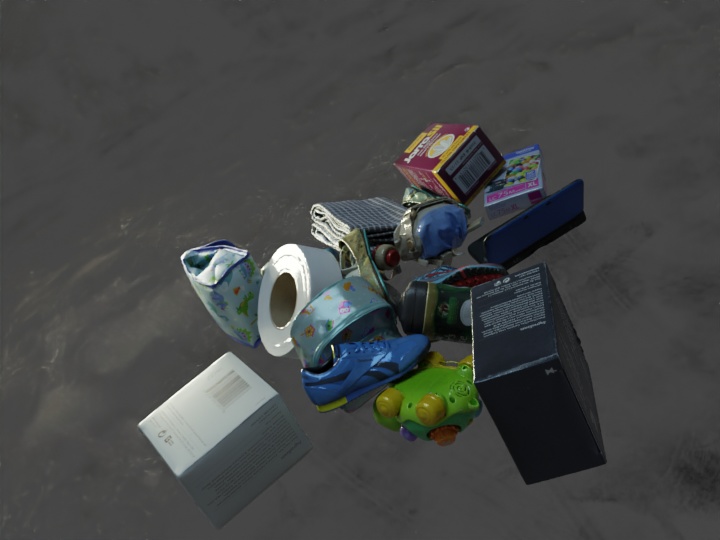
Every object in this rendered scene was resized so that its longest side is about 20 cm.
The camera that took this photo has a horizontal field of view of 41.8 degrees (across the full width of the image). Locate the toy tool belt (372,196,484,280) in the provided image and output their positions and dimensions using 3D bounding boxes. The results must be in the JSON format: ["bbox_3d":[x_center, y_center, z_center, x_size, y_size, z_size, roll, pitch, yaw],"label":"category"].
[{"bbox_3d":[0.125,-0.055,1.708,0.199,0.126,0.122,-33,26,-35],"label":"toy tool belt"}]

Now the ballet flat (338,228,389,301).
[{"bbox_3d":[0.000,0.000,1.635,0.070,0.071,0.201,-26,38,6],"label":"ballet flat"}]

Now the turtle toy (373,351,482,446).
[{"bbox_3d":[0.095,0.195,1.378,0.198,0.102,0.145,0,26,44],"label":"turtle toy"}]

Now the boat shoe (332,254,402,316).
[{"bbox_3d":[-0.004,0.040,1.710,0.199,0.074,0.074,30,101,27],"label":"boat shoe"}]

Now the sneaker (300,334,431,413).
[{"bbox_3d":[0.007,0.132,1.385,0.198,0.079,0.066,-26,13,-3],"label":"sneaker"}]

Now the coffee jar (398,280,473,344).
[{"bbox_3d":[0.156,0.067,1.441,0.197,0.087,0.104,8,-3,1],"label":"coffee jar"}]

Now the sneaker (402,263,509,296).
[{"bbox_3d":[0.161,0.016,1.622,0.198,0.080,0.096,-15,30,23],"label":"sneaker"}]

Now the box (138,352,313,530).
[{"bbox_3d":[-0.218,0.267,1.513,0.199,0.132,0.198,-39,31,-16],"label":"box"}]

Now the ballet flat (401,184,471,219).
[{"bbox_3d":[0.145,-0.114,1.864,0.074,0.075,0.200,-37,28,-14],"label":"ballet flat"}]

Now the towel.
[{"bbox_3d":[0.012,-0.087,1.829,0.164,0.087,0.200,-6,19,-27],"label":"towel"}]

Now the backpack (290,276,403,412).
[{"bbox_3d":[-0.014,0.114,1.500,0.175,0.201,0.154,-34,51,-9],"label":"backpack"}]

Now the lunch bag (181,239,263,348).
[{"bbox_3d":[-0.259,0.041,1.856,0.127,0.171,0.199,-44,31,-25],"label":"lunch bag"}]

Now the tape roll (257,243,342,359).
[{"bbox_3d":[-0.110,0.057,1.686,0.202,0.070,0.205,-19,67,54],"label":"tape roll"}]

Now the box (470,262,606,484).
[{"bbox_3d":[0.233,0.135,1.253,0.116,0.198,0.201,-19,31,17],"label":"box"}]

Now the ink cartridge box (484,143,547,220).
[{"bbox_3d":[0.302,-0.183,1.846,0.118,0.042,0.201,-18,30,19],"label":"ink cartridge box"}]

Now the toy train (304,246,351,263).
[{"bbox_3d":[-0.044,0.015,1.812,0.114,0.086,0.200,-17,29,-7],"label":"toy train"}]

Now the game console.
[{"bbox_3d":[0.282,-0.092,1.642,0.199,0.119,0.171,-31,30,-4],"label":"game console"}]

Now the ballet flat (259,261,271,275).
[{"bbox_3d":[-0.163,0.017,1.910,0.073,0.074,0.200,-35,30,-11],"label":"ballet flat"}]

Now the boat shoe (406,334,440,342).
[{"bbox_3d":[0.156,0.068,1.555,0.198,0.068,0.072,-14,33,26],"label":"boat shoe"}]

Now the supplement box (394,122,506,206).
[{"bbox_3d":[0.177,-0.216,1.893,0.131,0.103,0.200,-48,24,-9],"label":"supplement box"}]
